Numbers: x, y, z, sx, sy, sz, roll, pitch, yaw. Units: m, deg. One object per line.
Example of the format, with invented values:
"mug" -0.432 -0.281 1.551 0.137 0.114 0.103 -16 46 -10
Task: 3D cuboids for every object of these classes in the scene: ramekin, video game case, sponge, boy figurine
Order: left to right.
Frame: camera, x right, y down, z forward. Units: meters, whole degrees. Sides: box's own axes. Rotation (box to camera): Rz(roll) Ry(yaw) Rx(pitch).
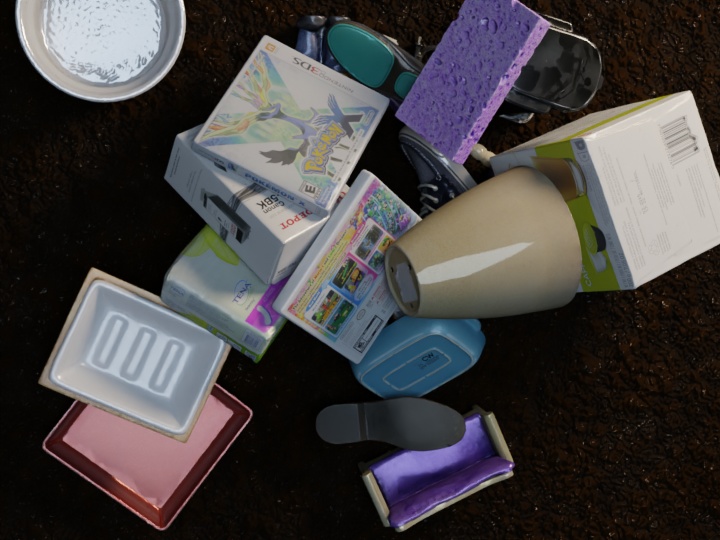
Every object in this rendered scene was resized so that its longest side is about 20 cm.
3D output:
"ramekin" -0.319 -0.307 1.388 0.200 0.098 0.201 -1 96 -11
"video game case" -0.081 -0.180 1.372 0.182 0.022 0.200 27 58 0
"boy figurine" -0.057 -0.229 1.467 0.124 0.064 0.201 2 92 -14
"video game case" 0.000 0.000 1.394 0.200 0.024 0.182 -56 139 -4
"sponge" 0.132 -0.239 1.350 0.030 0.112 0.200 7 121 -51

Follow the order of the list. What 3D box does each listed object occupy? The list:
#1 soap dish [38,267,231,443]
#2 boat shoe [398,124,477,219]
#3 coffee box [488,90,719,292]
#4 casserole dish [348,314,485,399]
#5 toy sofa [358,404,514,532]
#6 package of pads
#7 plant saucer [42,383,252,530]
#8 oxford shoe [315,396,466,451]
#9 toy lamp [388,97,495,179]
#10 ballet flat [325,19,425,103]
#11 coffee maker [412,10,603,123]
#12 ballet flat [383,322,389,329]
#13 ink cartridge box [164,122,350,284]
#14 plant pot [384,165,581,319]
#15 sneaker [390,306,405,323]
"soap dish" -0.278 0.106 1.406 0.199 0.081 0.158 25 90 -13
"boat shoe" 0.104 -0.097 1.504 0.200 0.075 0.093 45 78 -13
"coffee box" 0.325 -0.098 1.463 0.200 0.198 0.200 -25 100 -29
"casserole dish" 0.074 0.118 1.479 0.200 0.039 0.121 -34 126 31
"toy sofa" 0.104 0.268 1.528 0.199 0.098 0.083 -25 100 -8
"package of pads" -0.140 -0.004 1.406 0.154 0.068 0.200 31 52 2
"plant saucer" -0.278 0.206 1.475 0.199 0.037 0.200 38 86 -12
"oxford shoe" 0.042 0.201 1.510 0.199 0.071 0.072 4 90 3
"toy lamp" 0.120 -0.189 1.512 0.200 0.058 0.058 35 88 -15
"ballet flat" 0.045 -0.256 1.441 0.200 0.073 0.073 33 88 -2
"coffee maker" 0.186 -0.256 1.444 0.191 0.200 0.135 -8 96 -11
"ballet flat" -0.003 0.047 1.500 0.068 0.068 0.201 -22 99 -10
"ink cartridge box" -0.120 -0.100 1.385 0.200 0.083 0.147 44 49 16
"plant pot" 0.138 -0.015 1.389 0.199 0.187 0.188 -18 99 -22
"sneaker" 0.081 0.017 1.513 0.108 0.070 0.201 -22 106 -4
